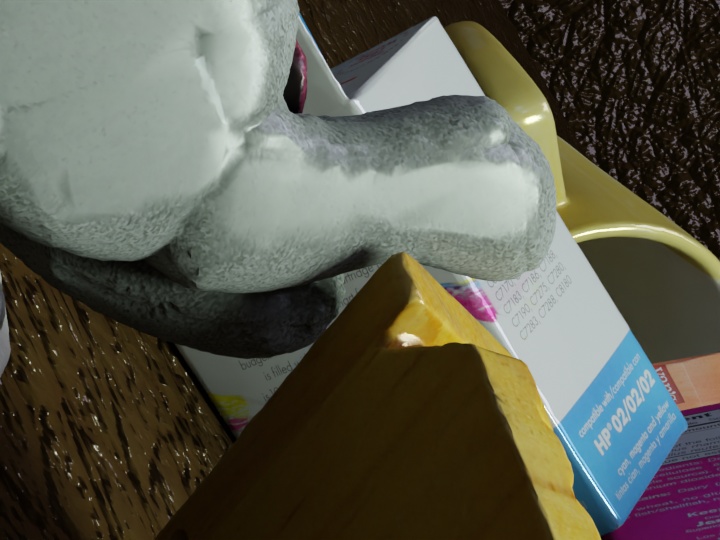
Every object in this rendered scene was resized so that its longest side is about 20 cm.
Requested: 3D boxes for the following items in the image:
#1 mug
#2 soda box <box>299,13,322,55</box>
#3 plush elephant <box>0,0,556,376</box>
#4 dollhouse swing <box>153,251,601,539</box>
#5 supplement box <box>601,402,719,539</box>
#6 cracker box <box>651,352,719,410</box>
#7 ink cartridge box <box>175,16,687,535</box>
[{"bbox_3d":[0.076,-0.007,1.293,0.149,0.187,0.153,10,26,-27],"label":"mug"},{"bbox_3d":[-0.068,-0.080,1.027,0.064,0.068,0.200,61,9,13],"label":"soda box"},{"bbox_3d":[-0.075,-0.054,0.681,0.155,0.200,0.165,28,-38,62],"label":"plush elephant"},{"bbox_3d":[0.057,0.140,0.660,0.176,0.182,0.200,18,35,-33],"label":"dollhouse swing"},{"bbox_3d":[0.131,0.114,0.944,0.200,0.103,0.101,-95,175,-78],"label":"supplement box"},{"bbox_3d":[0.133,0.152,1.161,0.134,0.058,0.200,-109,-167,-53],"label":"cracker box"},{"bbox_3d":[0.000,0.000,0.942,0.200,0.115,0.068,58,38,-12],"label":"ink cartridge box"}]
